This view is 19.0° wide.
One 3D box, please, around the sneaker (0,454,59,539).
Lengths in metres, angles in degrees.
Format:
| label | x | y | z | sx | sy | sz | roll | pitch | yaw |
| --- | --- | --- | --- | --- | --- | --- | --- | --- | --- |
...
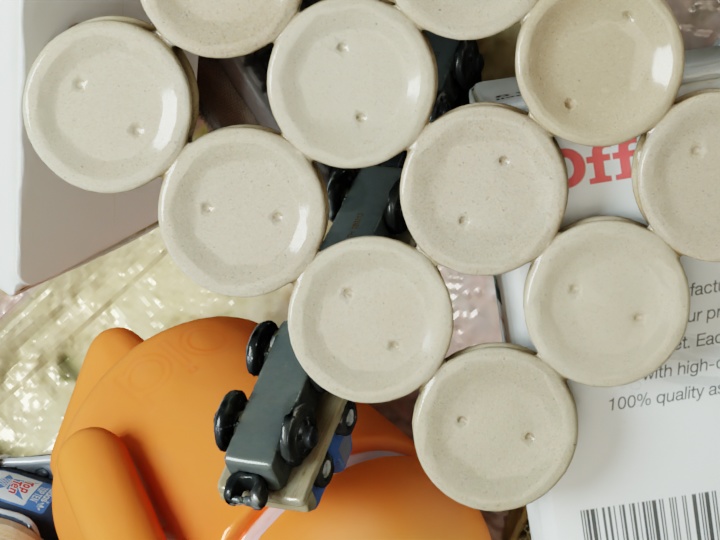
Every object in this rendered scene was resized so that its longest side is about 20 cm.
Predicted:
| label | x | y | z | sx | sy | sz | roll | pitch | yaw |
| --- | --- | --- | --- | --- | --- | --- | --- | --- | --- |
| sneaker | -0.176 | 0.076 | 0.837 | 0.108 | 0.070 | 0.201 | -27 | 105 | 25 |

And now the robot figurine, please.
| label | x | y | z | sx | sy | sz | roll | pitch | yaw |
| --- | --- | --- | --- | --- | --- | --- | --- | --- | --- |
| robot figurine | -0.033 | 0.093 | 0.753 | 0.117 | 0.200 | 0.144 | -42 | 137 | -14 |

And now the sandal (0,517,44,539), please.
| label | x | y | z | sx | sy | sz | roll | pitch | yaw |
| --- | --- | --- | --- | --- | --- | --- | --- | --- | --- |
| sandal | -0.107 | 0.189 | 0.813 | 0.077 | 0.070 | 0.213 | -17 | 125 | 18 |

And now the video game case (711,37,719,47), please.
| label | x | y | z | sx | sy | sz | roll | pitch | yaw |
| --- | --- | --- | --- | --- | --- | --- | --- | --- | --- |
| video game case | 0.181 | -0.039 | 0.729 | 0.143 | 0.017 | 0.200 | 41 | 109 | 1 |

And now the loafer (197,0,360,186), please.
| label | x | y | z | sx | sy | sz | roll | pitch | yaw |
| --- | --- | --- | --- | --- | --- | --- | --- | --- | --- |
| loafer | -0.066 | -0.102 | 0.762 | 0.071 | 0.073 | 0.201 | -33 | 94 | 41 |

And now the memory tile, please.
| label | x | y | z | sx | sy | sz | roll | pitch | yaw |
| --- | --- | --- | --- | --- | --- | --- | --- | --- | --- |
| memory tile | 0.017 | -0.039 | 0.629 | 0.200 | 0.017 | 0.154 | 40 | 97 | -6 |

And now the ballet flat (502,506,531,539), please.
| label | x | y | z | sx | sy | sz | roll | pitch | yaw |
| --- | --- | --- | --- | --- | --- | --- | --- | --- | --- |
| ballet flat | 0.061 | 0.149 | 0.802 | 0.068 | 0.063 | 0.202 | 14 | 110 | 8 |

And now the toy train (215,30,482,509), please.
| label | x | y | z | sx | sy | sz | roll | pitch | yaw |
| --- | --- | --- | --- | --- | --- | --- | --- | --- | --- |
| toy train | 0.000 | 0.000 | 0.706 | 0.034 | 0.201 | 0.046 | 7 | 141 | 23 |

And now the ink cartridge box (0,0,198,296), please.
| label | x | y | z | sx | sy | sz | roll | pitch | yaw |
| --- | --- | --- | --- | --- | --- | --- | --- | --- | --- |
| ink cartridge box | -0.145 | -0.105 | 0.711 | 0.199 | 0.082 | 0.148 | 32 | 131 | 31 |

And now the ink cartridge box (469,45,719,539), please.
| label | x | y | z | sx | sy | sz | roll | pitch | yaw |
| --- | --- | --- | --- | --- | --- | --- | --- | --- | --- |
| ink cartridge box | 0.120 | 0.029 | 0.694 | 0.144 | 0.084 | 0.202 | -8 | 102 | 1 |
